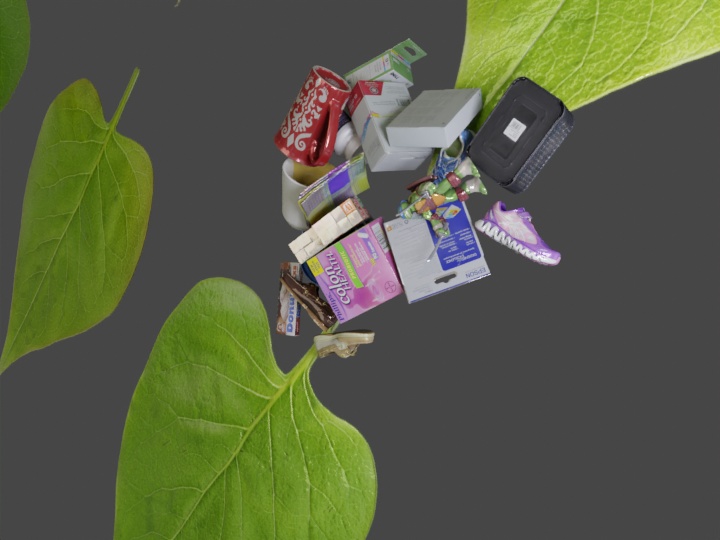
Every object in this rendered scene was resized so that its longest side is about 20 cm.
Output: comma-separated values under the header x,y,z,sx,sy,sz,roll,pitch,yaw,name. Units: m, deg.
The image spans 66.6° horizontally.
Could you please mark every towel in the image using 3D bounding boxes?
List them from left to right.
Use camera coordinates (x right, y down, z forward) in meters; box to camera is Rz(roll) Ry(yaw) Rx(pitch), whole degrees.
x,y,z,sx,sy,sz,roll,pitch,yaw,name
-0.062,-0.189,1.324,0.198,0.144,0.023,-36,65,-11,towel

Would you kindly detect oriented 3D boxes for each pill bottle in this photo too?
x,y,z,sx,sy,sz,roll,pitch,yaw,name
-0.044,-0.366,1.423,0.112,0.110,0.202,-47,63,22,pill bottle

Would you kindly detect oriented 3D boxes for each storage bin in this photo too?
x,y,z,sx,sy,sz,roll,pitch,yaw,name
0.337,-0.283,1.162,0.135,0.093,0.202,46,112,28,storage bin

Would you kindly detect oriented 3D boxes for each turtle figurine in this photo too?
x,y,z,sx,sy,sz,roll,pitch,yaw,name
0.178,-0.135,1.168,0.191,0.201,0.145,-31,108,11,turtle figurine

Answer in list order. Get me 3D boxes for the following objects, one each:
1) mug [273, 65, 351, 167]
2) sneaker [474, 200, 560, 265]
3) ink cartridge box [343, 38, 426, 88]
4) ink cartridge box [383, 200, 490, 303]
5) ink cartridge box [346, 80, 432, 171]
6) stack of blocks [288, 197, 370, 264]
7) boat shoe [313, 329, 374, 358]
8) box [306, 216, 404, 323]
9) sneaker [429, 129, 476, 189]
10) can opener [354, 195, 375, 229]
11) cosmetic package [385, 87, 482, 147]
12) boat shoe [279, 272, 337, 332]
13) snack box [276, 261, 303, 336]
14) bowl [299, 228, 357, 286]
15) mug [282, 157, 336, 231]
x,y,z,sx,sy,sz,roll,pitch,yaw,name
-0.096,-0.360,1.322,0.177,0.133,0.202,41,120,14,mug
0.340,-0.083,1.158,0.199,0.080,0.090,36,99,32,sneaker
0.065,-0.484,1.360,0.197,0.103,0.061,-18,77,32,ink cartridge box
0.171,-0.047,1.249,0.193,0.047,0.204,-19,74,8,ink cartridge box
0.066,-0.345,1.314,0.083,0.143,0.204,-41,62,52,ink cartridge box
-0.078,-0.097,1.345,0.198,0.115,0.059,-34,91,14,stack of blocks
-0.040,0.190,1.407,0.197,0.073,0.068,-13,83,44,boat shoe
0.000,0.000,1.335,0.197,0.097,0.179,-27,94,28,box
0.195,-0.239,1.268,0.075,0.076,0.203,35,108,29,sneaker
-0.009,-0.155,1.420,0.053,0.066,0.201,-43,72,19,can opener
0.169,-0.345,1.232,0.148,0.201,0.052,8,132,36,cosmetic package
-0.133,0.071,1.475,0.200,0.070,0.070,45,94,14,boat shoe
-0.199,0.079,1.550,0.070,0.024,0.206,2,87,33,snack box
-0.081,-0.058,1.469,0.197,0.039,0.206,-3,84,35,bowl
-0.126,-0.195,1.415,0.148,0.185,0.155,37,132,23,mug
